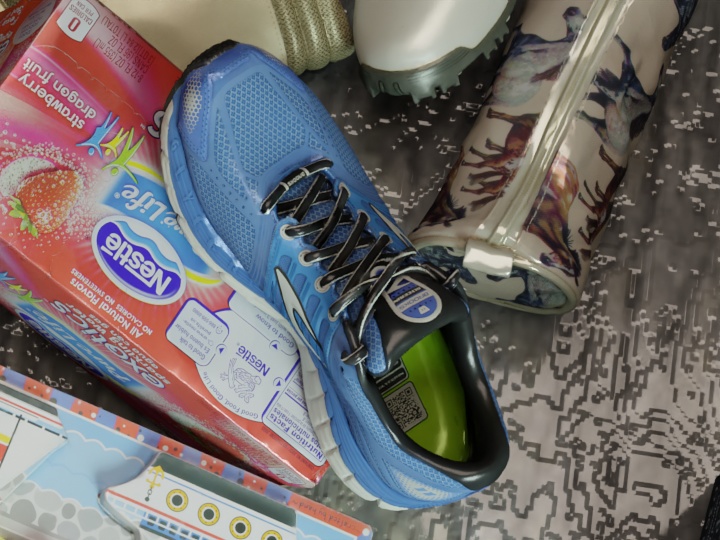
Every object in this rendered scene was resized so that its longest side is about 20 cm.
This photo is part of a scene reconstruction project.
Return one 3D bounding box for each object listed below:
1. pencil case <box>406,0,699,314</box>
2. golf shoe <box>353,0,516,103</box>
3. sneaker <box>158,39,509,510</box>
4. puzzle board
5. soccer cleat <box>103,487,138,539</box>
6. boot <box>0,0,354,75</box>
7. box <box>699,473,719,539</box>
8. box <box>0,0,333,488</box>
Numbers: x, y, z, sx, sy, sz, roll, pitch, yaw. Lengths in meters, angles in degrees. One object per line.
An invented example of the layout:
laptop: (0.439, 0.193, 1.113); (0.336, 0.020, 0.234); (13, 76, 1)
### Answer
pencil case: (0.090, -0.074, 1.112); (0.077, 0.090, 0.201); (20, 72, 15)
golf shoe: (0.034, -0.169, 1.108); (0.077, 0.088, 0.201); (6, 65, 31)
sneaker: (0.000, 0.000, 0.974); (0.078, 0.089, 0.200); (-38, 105, -24)
puzzle board: (-0.107, 0.130, 0.999); (0.199, 0.017, 0.151); (25, 72, -13)
soccer cleat: (-0.139, 0.099, 1.054); (0.199, 0.069, 0.085); (29, 116, -14)
boot: (-0.107, -0.149, 1.125); (0.155, 0.073, 0.201); (-27, 80, -12)
box: (0.187, 0.141, 0.997); (0.107, 0.200, 0.149); (18, 71, 0)
box: (-0.083, -0.010, 1.036); (0.200, 0.095, 0.100); (39, 71, -20)
